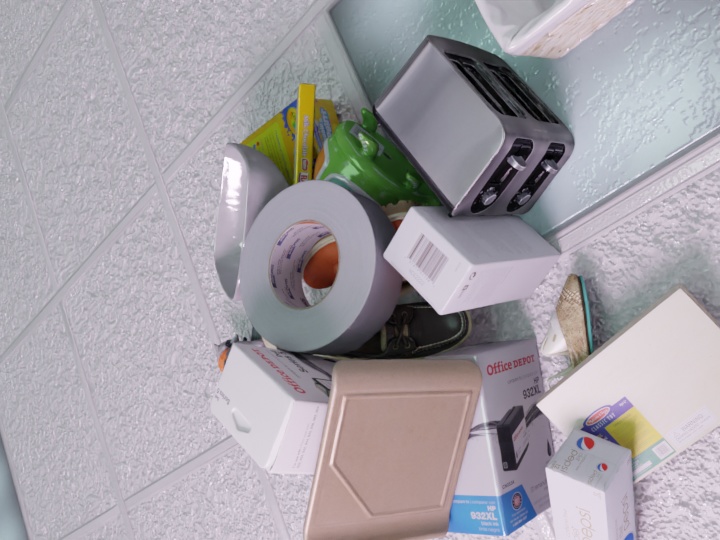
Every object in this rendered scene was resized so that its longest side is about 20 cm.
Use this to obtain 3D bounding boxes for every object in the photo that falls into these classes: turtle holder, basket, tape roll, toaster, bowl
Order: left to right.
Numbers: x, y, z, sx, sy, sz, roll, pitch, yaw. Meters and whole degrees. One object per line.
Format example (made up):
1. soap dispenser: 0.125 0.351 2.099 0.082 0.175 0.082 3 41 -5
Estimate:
1. bowl: -0.151 -0.071 1.081 0.200 0.074 0.202 -132 48 -64
2. tape roll: -0.049 -0.002 0.909 0.199 0.066 0.202 -7 77 32
3. turtle holder: 0.020 -0.109 1.020 0.132 0.185 0.142 -48 38 24
4. toaster: 0.128 -0.165 0.883 0.119 0.180 0.201 -50 63 30
5. basket: 0.196 -0.347 0.837 0.135 0.123 0.202 -34 73 39

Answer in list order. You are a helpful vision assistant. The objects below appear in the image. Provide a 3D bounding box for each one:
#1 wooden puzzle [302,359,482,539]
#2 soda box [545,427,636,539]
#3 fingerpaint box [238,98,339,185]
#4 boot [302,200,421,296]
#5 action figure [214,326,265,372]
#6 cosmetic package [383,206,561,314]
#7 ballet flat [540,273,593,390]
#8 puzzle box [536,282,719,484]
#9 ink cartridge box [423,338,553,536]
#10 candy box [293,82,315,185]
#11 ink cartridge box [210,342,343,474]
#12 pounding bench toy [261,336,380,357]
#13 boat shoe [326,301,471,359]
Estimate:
1. wooden puzzle: 0.033 0.190 0.808 0.037 0.183 0.202 24 107 57
2. soda box: 0.252 0.270 0.828 0.068 0.064 0.201 16 135 40
3. fingerpaint box: -0.089 -0.130 1.153 0.166 0.073 0.202 -27 77 42
4. boot: 0.000 0.000 0.956 0.199 0.075 0.108 -25 67 37
5. action figure: -0.158 0.131 1.225 0.192 0.104 0.202 6 98 35
6. cosmetic package: 0.131 -0.018 0.876 0.101 0.199 0.072 47 122 28
7. ballet flat: 0.240 0.106 0.872 0.065 0.070 0.202 -12 84 13
8. puzzle box: 0.301 0.126 0.803 0.133 0.025 0.200 47 114 4
9. ink cartridge box: 0.157 0.191 0.910 0.083 0.144 0.202 -11 86 40
10. candy box: -0.077 -0.145 1.035 0.102 0.026 0.202 -129 42 -78
11. ink cartridge box: -0.044 0.158 0.860 0.145 0.199 0.085 29 101 49
12. pounding bench toy: -0.017 0.119 1.088 0.155 0.200 0.125 -29 74 6
13. boat shoe: 0.036 0.079 0.942 0.198 0.065 0.074 -12 82 14
